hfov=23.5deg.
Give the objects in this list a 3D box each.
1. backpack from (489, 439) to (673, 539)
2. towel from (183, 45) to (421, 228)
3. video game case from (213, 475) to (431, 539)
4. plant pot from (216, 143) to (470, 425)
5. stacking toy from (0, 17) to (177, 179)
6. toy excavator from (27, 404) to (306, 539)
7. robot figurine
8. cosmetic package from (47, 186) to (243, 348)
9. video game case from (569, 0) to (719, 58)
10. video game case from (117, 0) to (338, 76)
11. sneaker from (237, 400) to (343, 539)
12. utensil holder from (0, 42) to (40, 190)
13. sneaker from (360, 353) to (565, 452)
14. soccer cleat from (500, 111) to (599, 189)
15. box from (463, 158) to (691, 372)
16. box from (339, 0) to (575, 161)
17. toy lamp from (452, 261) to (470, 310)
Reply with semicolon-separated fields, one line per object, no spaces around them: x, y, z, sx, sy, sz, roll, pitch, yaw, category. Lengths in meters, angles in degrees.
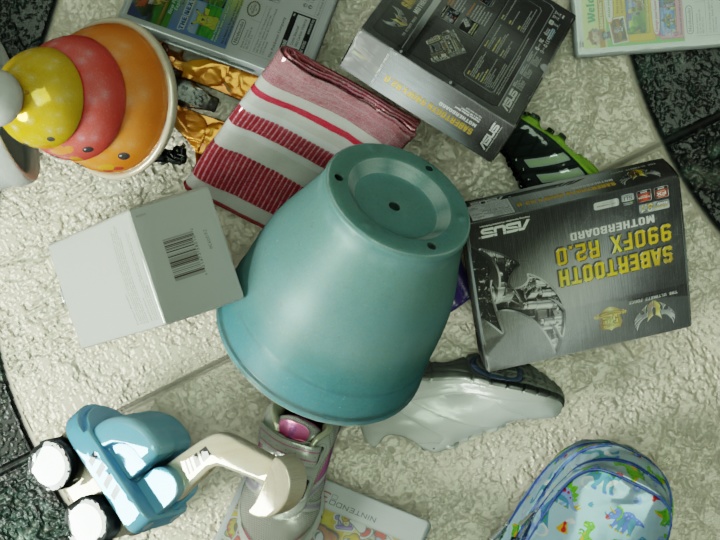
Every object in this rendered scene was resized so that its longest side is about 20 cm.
0.209;0.253;1.594;0.163;0.154;0.200;30;79;6;backpack
-0.057;-0.103;1.557;0.144;0.023;0.200;28;134;-16;towel
-0.056;0.289;1.595;0.182;0.023;0.200;21;72;13;video game case
0.000;0.000;1.505;0.200;0.200;0.188;31;131;0;plant pot
-0.270;-0.148;1.499;0.146;0.200;0.146;4;97;35;stacking toy
-0.171;0.177;1.558;0.200;0.100;0.195;-42;74;20;toy excavator
-0.139;-0.155;1.616;0.200;0.058;0.145;21;91;-1;robot figurine
-0.196;0.000;1.546;0.085;0.200;0.108;-19;93;-30;cosmetic package
0.284;-0.306;1.627;0.182;0.022;0.200;-4;92;1;video game case
-0.104;-0.284;1.601;0.182;0.022;0.200;20;73;0;video game case
-0.065;0.168;1.584;0.081;0.088;0.200;13;74;10;sneaker
-0.414;-0.127;1.567;0.200;0.170;0.170;-20;91;4;utensil holder
0.091;0.126;1.626;0.200;0.075;0.087;2;109;3;sneaker
0.172;-0.087;1.612;0.200;0.068;0.081;37;93;-3;soccer cleat
0.196;-0.004;1.583;0.200;0.048;0.159;-12;117;-4;box
0.091;-0.205;1.546;0.158;0.200;0.048;31;133;-1;box
0.036;-0.049;1.620;0.058;0.058;0.200;-33;90;1;toy lamp
